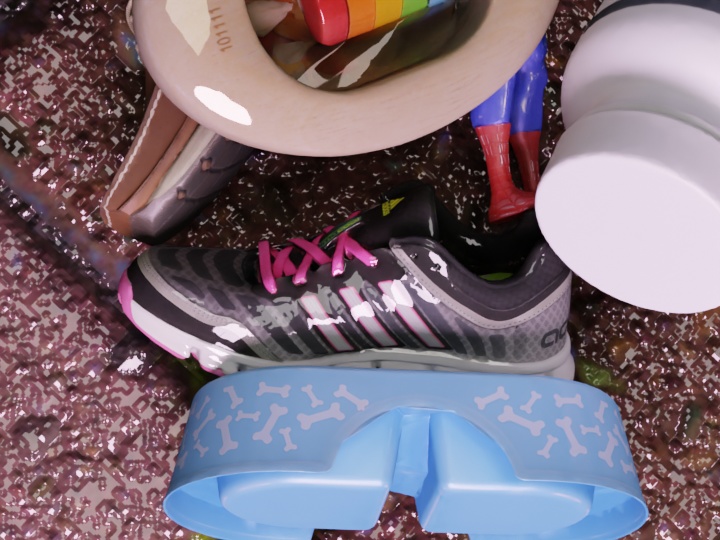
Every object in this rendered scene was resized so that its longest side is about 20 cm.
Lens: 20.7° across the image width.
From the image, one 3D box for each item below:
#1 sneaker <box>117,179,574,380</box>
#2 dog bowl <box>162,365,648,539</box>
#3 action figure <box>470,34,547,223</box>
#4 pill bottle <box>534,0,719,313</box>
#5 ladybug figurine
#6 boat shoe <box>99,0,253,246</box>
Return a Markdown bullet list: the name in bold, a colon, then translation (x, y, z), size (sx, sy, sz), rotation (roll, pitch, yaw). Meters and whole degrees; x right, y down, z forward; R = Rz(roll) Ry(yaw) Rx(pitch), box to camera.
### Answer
- **sneaker**: translation (0.000, 0.000, 0.831), size (0.199, 0.074, 0.088), rotation (7, 116, -8)
- **dog bowl**: translation (0.019, 0.079, 0.821), size (0.200, 0.112, 0.050), rotation (2, 67, -5)
- **action figure**: translation (0.087, -0.128, 0.871), size (0.099, 0.065, 0.200), rotation (-17, 80, 26)
- **pill bottle**: translation (0.152, -0.084, 0.823), size (0.119, 0.120, 0.200), rotation (31, 58, 0)
- **ladybug figurine**: translation (-0.006, -0.116, 0.800), size (0.200, 0.072, 0.136), rotation (-20, 95, -26)
- **boat shoe**: translation (-0.064, -0.106, 0.864), size (0.074, 0.076, 0.200), rotation (27, 71, 5)
